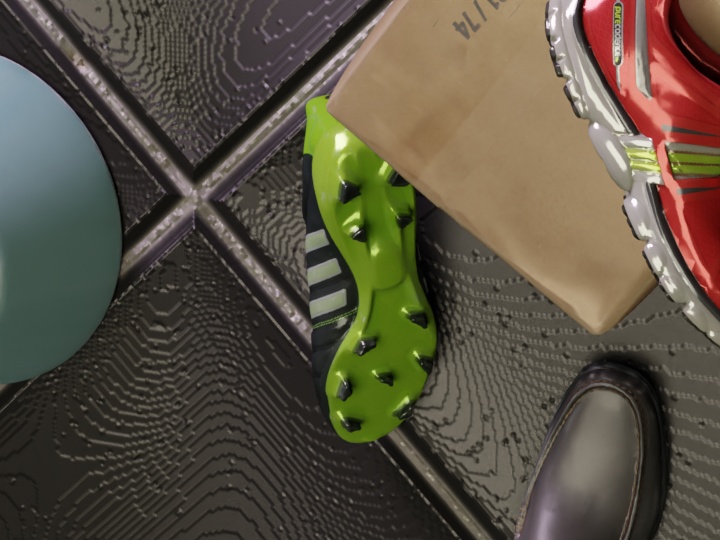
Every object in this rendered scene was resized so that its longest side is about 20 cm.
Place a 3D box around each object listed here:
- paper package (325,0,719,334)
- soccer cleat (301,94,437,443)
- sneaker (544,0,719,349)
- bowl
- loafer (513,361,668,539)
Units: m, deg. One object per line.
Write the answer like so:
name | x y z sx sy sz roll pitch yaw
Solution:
paper package | 0.117 -0.106 1.088 0.190 0.103 0.200 40 117 5
soccer cleat | 0.000 0.000 1.194 0.067 0.081 0.201 -12 127 -15
sneaker | 0.155 -0.049 0.995 0.085 0.077 0.201 -27 96 21
bowl | -0.243 -0.015 1.258 0.199 0.105 0.202 7 110 19
loafer | 0.113 0.147 1.188 0.072 0.072 0.201 15 111 17
